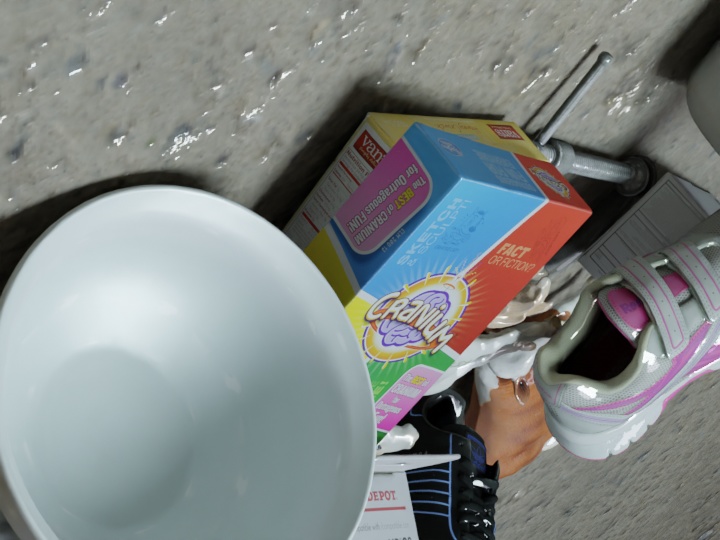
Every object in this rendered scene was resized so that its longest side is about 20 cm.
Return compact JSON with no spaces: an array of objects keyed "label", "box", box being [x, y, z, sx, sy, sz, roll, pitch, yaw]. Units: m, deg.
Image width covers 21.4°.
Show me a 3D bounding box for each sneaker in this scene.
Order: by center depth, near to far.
[{"label":"sneaker","box":[0.183,0.028,1.132,0.200,0.081,0.088,-45,149,2]},{"label":"sneaker","box":[0.058,0.153,1.232,0.078,0.200,0.070,-44,126,14]}]

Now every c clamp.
[{"label":"c clamp","box":[0.127,-0.046,1.164,0.171,0.027,0.200,-45,157,14]}]

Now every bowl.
[{"label":"bowl","box":[-0.097,0.069,0.867,0.200,0.202,0.090,-19,177,-41]}]

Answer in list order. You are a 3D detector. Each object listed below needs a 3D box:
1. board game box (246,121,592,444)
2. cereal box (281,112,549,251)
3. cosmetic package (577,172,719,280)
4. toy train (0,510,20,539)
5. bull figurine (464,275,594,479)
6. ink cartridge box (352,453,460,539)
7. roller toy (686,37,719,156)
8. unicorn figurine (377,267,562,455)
[{"label":"board game box","box":[0.012,0.019,0.988,0.200,0.040,0.153,-49,154,19]},{"label":"cereal box","box":[0.000,0.000,1.038,0.143,0.040,0.200,-3,137,-54]},{"label":"cosmetic package","box":[0.211,-0.013,1.287,0.083,0.051,0.200,-43,166,13]},{"label":"toy train","box":[-0.116,0.133,0.964,0.199,0.087,0.114,8,168,-36]},{"label":"bull figurine","box":[0.121,0.073,1.321,0.121,0.065,0.200,-26,154,-24]},{"label":"ink cartridge box","box":[-0.045,0.158,1.106,0.199,0.067,0.116,-16,168,28]},{"label":"roller toy","box":[0.302,-0.098,1.132,0.182,0.200,0.140,19,119,-41]},{"label":"unicorn figurine","box":[0.049,0.056,1.182,0.137,0.074,0.200,-23,151,-17]}]
